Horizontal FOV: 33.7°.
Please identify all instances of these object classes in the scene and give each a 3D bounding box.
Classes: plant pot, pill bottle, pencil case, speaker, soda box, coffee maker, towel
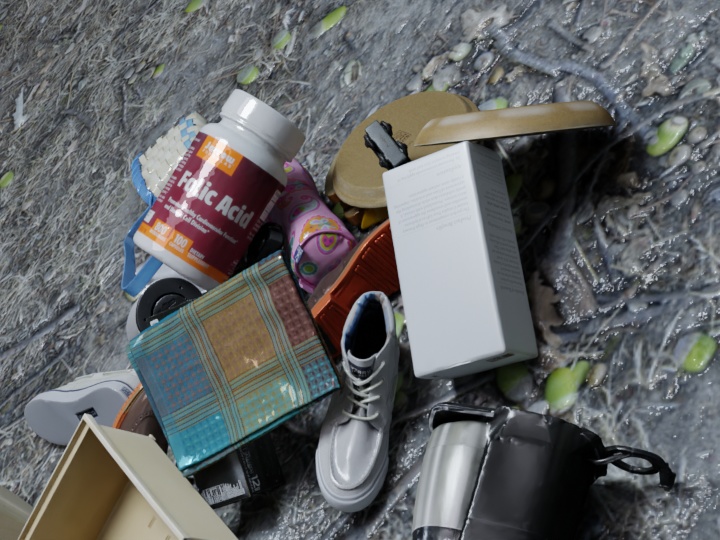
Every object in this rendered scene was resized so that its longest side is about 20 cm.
[{"bbox_3d":[0.149,-0.144,1.164,0.198,0.199,0.028,0,97,45],"label":"plant pot"},{"bbox_3d":[-0.150,-0.087,1.296,0.114,0.114,0.201,28,85,53],"label":"pill bottle"},{"bbox_3d":[-0.068,-0.053,1.369,0.087,0.087,0.200,-41,37,6],"label":"pencil case"},{"bbox_3d":[-0.223,0.056,1.350,0.082,0.081,0.200,-56,8,-14],"label":"speaker"},{"bbox_3d":[-0.145,0.131,1.189,0.063,0.071,0.203,-21,83,27],"label":"soda box"},{"bbox_3d":[0.112,0.215,0.885,0.190,0.135,0.202,-9,50,40],"label":"coffee maker"},{"bbox_3d":[-0.124,0.090,1.127,0.199,0.022,0.148,-30,79,22],"label":"towel"}]

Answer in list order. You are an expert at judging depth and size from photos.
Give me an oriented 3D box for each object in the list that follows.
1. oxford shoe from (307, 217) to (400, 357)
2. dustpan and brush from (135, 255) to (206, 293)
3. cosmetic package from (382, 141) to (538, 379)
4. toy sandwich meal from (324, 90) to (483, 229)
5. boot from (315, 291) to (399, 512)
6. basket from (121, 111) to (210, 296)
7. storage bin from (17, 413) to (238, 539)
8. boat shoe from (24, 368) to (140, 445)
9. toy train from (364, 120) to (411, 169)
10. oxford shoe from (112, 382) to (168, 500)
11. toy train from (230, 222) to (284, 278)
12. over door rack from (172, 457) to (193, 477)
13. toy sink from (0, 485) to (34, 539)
[{"bbox_3d":[0.000,0.000,1.263,0.200,0.071,0.073,-46,28,-1],"label":"oxford shoe"},{"bbox_3d":[-0.186,-0.003,1.477,0.139,0.058,0.199,-42,28,-15],"label":"dustpan and brush"},{"bbox_3d":[0.091,-0.007,1.104,0.101,0.074,0.203,-17,74,33],"label":"cosmetic package"},{"bbox_3d":[0.052,-0.119,1.331,0.203,0.071,0.207,-21,37,16],"label":"toy sandwich meal"},{"bbox_3d":[-0.004,0.116,1.115,0.072,0.096,0.202,3,51,7],"label":"boot"},{"bbox_3d":[-0.220,-0.075,1.422,0.200,0.139,0.177,-44,25,11],"label":"basket"},{"bbox_3d":[-0.232,0.283,1.140,0.199,0.093,0.200,37,100,41],"label":"storage bin"},{"bbox_3d":[-0.331,0.160,1.459,0.198,0.071,0.070,-20,15,37],"label":"boat shoe"},{"bbox_3d":[0.068,-0.069,1.205,0.034,0.046,0.201,-35,71,-1],"label":"toy train"},{"bbox_3d":[-0.226,0.208,1.263,0.073,0.071,0.203,27,105,41],"label":"oxford shoe"},{"bbox_3d":[-0.140,0.014,1.359,0.200,0.034,0.046,-51,29,38],"label":"toy train"},{"bbox_3d":[-0.135,0.116,1.301,0.200,0.066,0.149,-48,33,22],"label":"over door rack"},{"bbox_3d":[-0.438,0.305,1.363,0.199,0.130,0.113,15,67,50],"label":"toy sink"}]
